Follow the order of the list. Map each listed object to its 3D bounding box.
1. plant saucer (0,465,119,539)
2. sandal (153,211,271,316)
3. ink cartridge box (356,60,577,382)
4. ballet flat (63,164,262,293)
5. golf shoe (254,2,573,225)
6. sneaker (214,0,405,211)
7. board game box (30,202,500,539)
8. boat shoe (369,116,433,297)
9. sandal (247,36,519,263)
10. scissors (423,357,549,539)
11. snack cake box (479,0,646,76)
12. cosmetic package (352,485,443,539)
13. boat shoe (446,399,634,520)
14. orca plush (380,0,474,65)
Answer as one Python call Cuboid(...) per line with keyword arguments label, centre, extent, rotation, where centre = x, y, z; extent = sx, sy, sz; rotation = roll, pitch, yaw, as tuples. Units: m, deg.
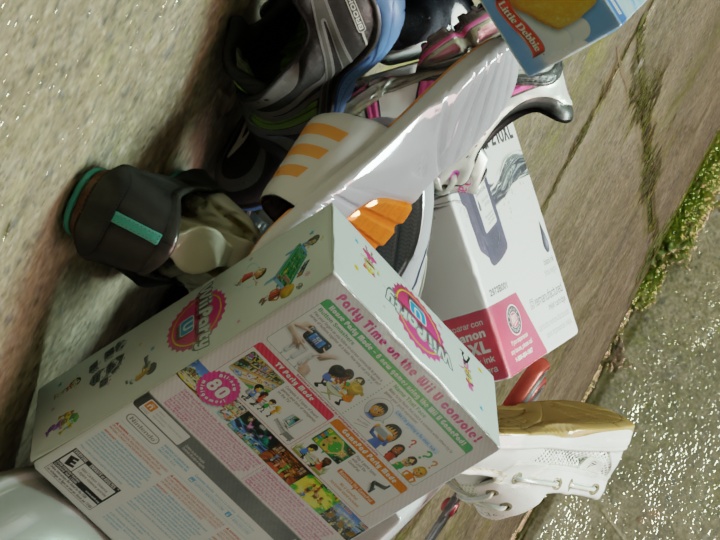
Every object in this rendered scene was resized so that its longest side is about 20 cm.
Cuboid(label="plant saucer", centre=(-0.167, 0.204, 1.405), extent=(0.200, 0.050, 0.201), rotation=(-15, 110, -49))
Cuboid(label="sandal", centre=(-0.088, 0.039, 1.570), extent=(0.201, 0.048, 0.075), rotation=(-56, 147, -29))
Cuboid(label="ink cartridge box", centre=(0.051, -0.032, 1.686), extent=(0.145, 0.084, 0.201), rotation=(-25, 98, -66))
Cuboid(label="ballet flat", centre=(-0.096, -0.015, 1.418), extent=(0.068, 0.068, 0.200), rotation=(-67, 168, 7))
Cuboid(label="golf shoe", centre=(0.029, -0.075, 1.566), extent=(0.200, 0.092, 0.073), rotation=(-32, 179, 2))
Cuboid(label="sneaker", centre=(-0.043, -0.108, 1.471), extent=(0.200, 0.082, 0.071), rotation=(122, -37, -49))
Cuboid(label="board game box", centre=(-0.049, 0.078, 1.408), extent=(0.200, 0.148, 0.064), rotation=(-31, -149, 20))
Cuboid(label="boat shoe", centre=(0.000, 0.000, 1.553), extent=(0.067, 0.073, 0.201), rotation=(-51, 158, -66))
Cuboid(label="sandal", centre=(0.002, -0.060, 1.452), extent=(0.207, 0.059, 0.079), rotation=(-43, 151, -22))
Cuboid(label="scissors", centre=(0.061, 0.140, 1.711), extent=(0.200, 0.014, 0.073), rotation=(-54, 172, -1))
Cuboid(label="snack cake box", centre=(0.081, -0.218, 1.435), extent=(0.067, 0.200, 0.115), rotation=(-28, -170, 35))
Cuboid(label="cosmetic package", centre=(-0.042, 0.144, 1.708), extent=(0.199, 0.123, 0.200), rotation=(-46, 177, 26))
Cuboid(label="boat shoe", centre=(0.086, 0.119, 1.633), extent=(0.199, 0.071, 0.070), rotation=(3, 104, -40))
Cuboid(label="orca plush", centre=(0.016, -0.165, 1.656), extent=(0.105, 0.071, 0.200), rotation=(-19, -179, 32))
